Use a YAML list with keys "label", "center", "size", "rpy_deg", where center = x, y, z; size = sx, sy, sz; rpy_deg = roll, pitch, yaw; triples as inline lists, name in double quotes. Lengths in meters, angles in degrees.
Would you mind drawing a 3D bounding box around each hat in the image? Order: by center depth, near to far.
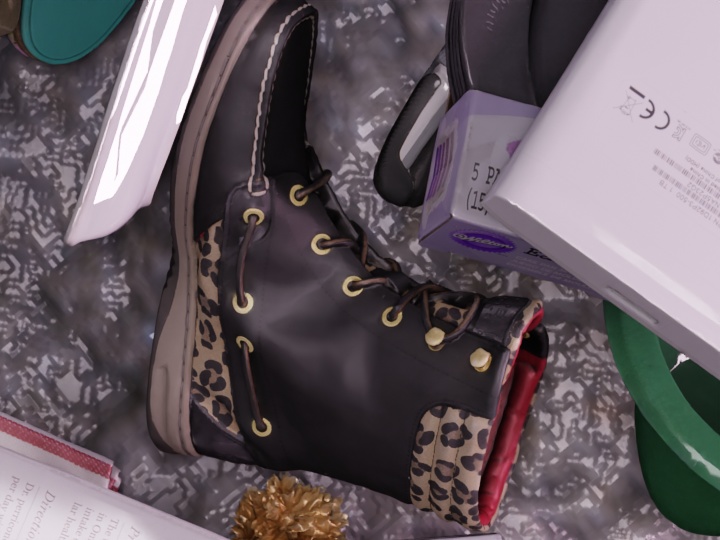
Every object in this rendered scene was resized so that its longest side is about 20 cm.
- label: "hat"
  center: [0.143, 0.081, 1.174]
  size: [0.165, 0.176, 0.200]
  rpy_deg: [30, 51, 1]

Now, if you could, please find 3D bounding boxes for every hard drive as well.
- label: "hard drive"
  center: [0.149, -0.068, 1.055]
  size: [0.132, 0.026, 0.201]
  rpy_deg: [35, 71, -6]

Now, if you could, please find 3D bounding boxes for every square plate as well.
- label: "square plate"
  center: [-0.067, -0.101, 1.092]
  size: [0.028, 0.200, 0.199]
  rpy_deg: [20, 89, -5]

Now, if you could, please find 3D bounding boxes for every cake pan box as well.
- label: "cake pan box"
  center: [0.127, -0.077, 1.091]
  size: [0.199, 0.052, 0.186]
  rpy_deg: [16, 73, -12]

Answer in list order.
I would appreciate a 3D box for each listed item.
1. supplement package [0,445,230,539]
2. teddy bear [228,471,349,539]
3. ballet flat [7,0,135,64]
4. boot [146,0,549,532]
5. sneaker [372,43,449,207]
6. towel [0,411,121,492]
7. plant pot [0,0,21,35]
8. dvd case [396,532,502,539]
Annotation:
- label: "supplement package"
  center: [-0.082, 0.151, 1.044]
  size: [0.199, 0.117, 0.118]
  rpy_deg: [23, 78, 3]
- label: "teddy bear"
  center: [-0.055, 0.179, 1.149]
  size: [0.199, 0.067, 0.145]
  rpy_deg: [-34, 92, -1]
- label: "ballet flat"
  center: [-0.099, -0.181, 1.149]
  size: [0.071, 0.069, 0.201]
  rpy_deg: [51, 126, 39]
- label: "boot"
  center: [0.000, 0.000, 1.114]
  size: [0.150, 0.073, 0.201]
  rpy_deg: [19, 110, 19]
- label: "sneaker"
  center: [0.101, -0.084, 1.151]
  size: [0.115, 0.075, 0.200]
  rpy_deg: [37, 89, -1]
- label: "towel"
  center: [-0.198, 0.146, 1.180]
  size: [0.143, 0.023, 0.201]
  rpy_deg: [23, 88, 4]
- label: "plant pot"
  center: [-0.226, -0.166, 1.085]
  size: [0.176, 0.200, 0.201]
  rpy_deg: [3, 89, 9]
- label: "dvd case"
  center: [-0.037, 0.185, 1.111]
  size: [0.198, 0.025, 0.152]
  rpy_deg: [-5, 80, -2]
